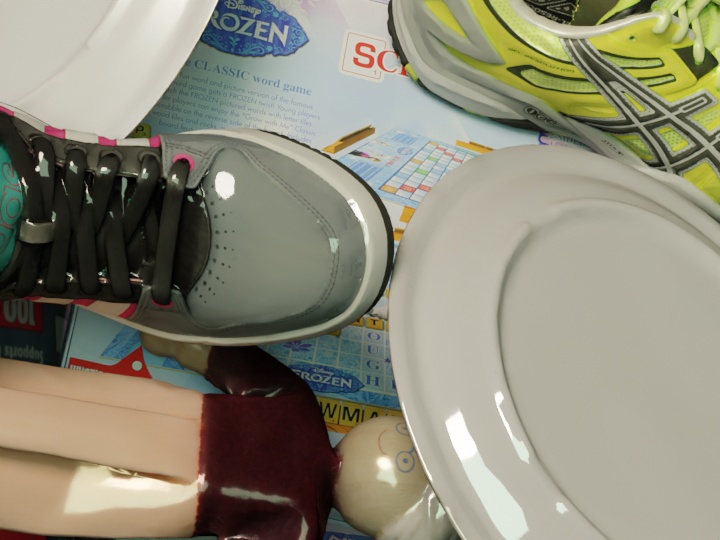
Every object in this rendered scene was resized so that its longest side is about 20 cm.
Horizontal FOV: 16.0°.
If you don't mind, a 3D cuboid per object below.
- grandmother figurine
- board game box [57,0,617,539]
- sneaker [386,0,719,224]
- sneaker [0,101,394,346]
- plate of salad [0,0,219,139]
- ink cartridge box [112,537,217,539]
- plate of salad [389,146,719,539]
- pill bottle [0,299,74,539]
[{"bbox_3d":[-0.052,0.064,0.828,0.199,0.061,0.122,5,66,-10],"label":"grandmother figurine"},{"bbox_3d":[0.000,0.000,0.916,0.199,0.041,0.201,14,68,-8],"label":"board game box"},{"bbox_3d":[0.110,-0.071,0.904,0.199,0.076,0.076,16,65,-9],"label":"sneaker"},{"bbox_3d":[-0.099,-0.016,0.785,0.199,0.121,0.084,10,101,24],"label":"sneaker"},{"bbox_3d":[-0.107,-0.109,0.910,0.199,0.048,0.201,-20,58,34],"label":"plate of salad"},{"bbox_3d":[0.011,0.134,0.946,0.199,0.044,0.175,-5,78,-1],"label":"ink cartridge box"},{"bbox_3d":[0.087,0.051,0.839,0.199,0.048,0.201,21,50,-27],"label":"plate of salad"},{"bbox_3d":[-0.161,0.091,0.916,0.119,0.120,0.201,-3,80,0],"label":"pill bottle"}]
